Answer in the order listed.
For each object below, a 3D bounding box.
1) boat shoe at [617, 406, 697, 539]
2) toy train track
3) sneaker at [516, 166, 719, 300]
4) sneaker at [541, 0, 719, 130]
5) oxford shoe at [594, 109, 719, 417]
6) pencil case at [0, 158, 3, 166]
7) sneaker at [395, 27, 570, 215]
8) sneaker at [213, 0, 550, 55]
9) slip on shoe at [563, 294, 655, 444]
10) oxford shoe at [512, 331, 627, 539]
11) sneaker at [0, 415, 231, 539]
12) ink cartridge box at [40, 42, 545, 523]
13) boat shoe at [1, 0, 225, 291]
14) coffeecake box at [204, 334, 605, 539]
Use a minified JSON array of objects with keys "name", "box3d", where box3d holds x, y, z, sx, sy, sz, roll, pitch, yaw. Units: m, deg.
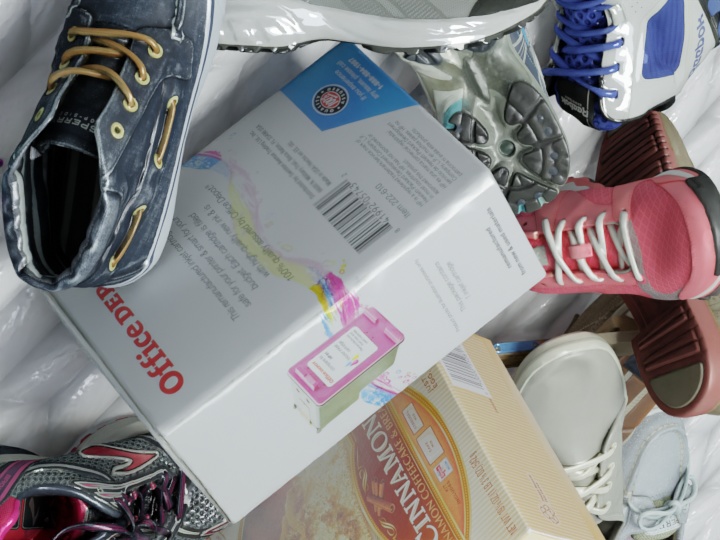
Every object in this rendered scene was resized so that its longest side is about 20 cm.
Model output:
[{"name":"boat shoe","box3d":[0.181,0.182,1.526,0.074,0.065,0.202,-5,114,-40]},{"name":"toy train track","box3d":[0.069,0.038,1.343,0.200,0.033,0.115,-4,157,-25]},{"name":"sneaker","box3d":[0.126,-0.010,1.296,0.087,0.200,0.074,-16,97,-26]},{"name":"sneaker","box3d":[0.137,-0.143,1.309,0.199,0.081,0.115,38,79,-46]},{"name":"oxford shoe","box3d":[0.187,-0.005,1.370,0.075,0.070,0.200,7,61,-34]},{"name":"pencil case","box3d":[-0.214,-0.107,1.017,0.092,0.085,0.200,-45,137,-41]},{"name":"sneaker","box3d":[0.050,-0.129,1.258,0.078,0.086,0.200,-17,107,7]},{"name":"sneaker","box3d":[0.000,-0.147,1.159,0.200,0.074,0.079,0,103,-13]},{"name":"slip on shoe","box3d":[0.144,0.055,1.436,0.200,0.061,0.076,-44,129,9]},{"name":"oxford shoe","box3d":[0.124,0.111,1.380,0.075,0.058,0.200,-14,138,-10]},{"name":"sneaker","box3d":[-0.129,0.124,1.208,0.200,0.075,0.081,-9,104,-40]},{"name":"ink cartridge box","box3d":[-0.036,0.003,1.162,0.200,0.145,0.085,-37,135,-6]},{"name":"boat shoe","box3d":[-0.113,-0.087,1.089,0.091,0.071,0.200,-19,117,-75]},{"name":"coffeecake box","box3d":[0.012,0.148,1.251,0.073,0.154,0.200,21,121,-45]}]
